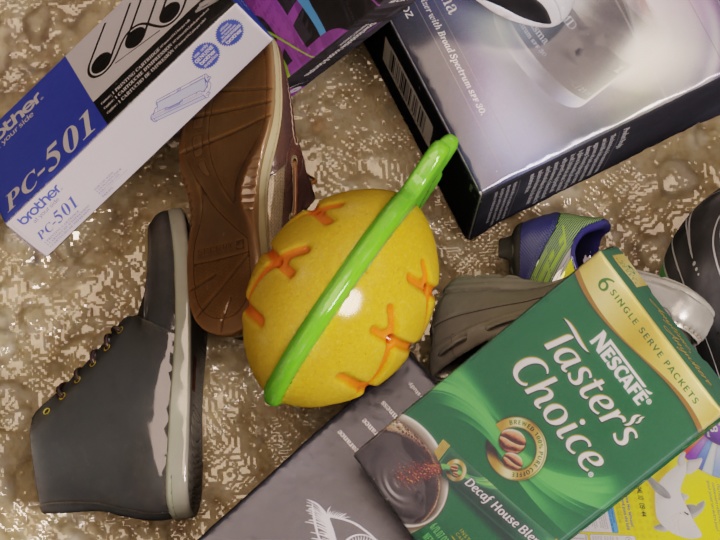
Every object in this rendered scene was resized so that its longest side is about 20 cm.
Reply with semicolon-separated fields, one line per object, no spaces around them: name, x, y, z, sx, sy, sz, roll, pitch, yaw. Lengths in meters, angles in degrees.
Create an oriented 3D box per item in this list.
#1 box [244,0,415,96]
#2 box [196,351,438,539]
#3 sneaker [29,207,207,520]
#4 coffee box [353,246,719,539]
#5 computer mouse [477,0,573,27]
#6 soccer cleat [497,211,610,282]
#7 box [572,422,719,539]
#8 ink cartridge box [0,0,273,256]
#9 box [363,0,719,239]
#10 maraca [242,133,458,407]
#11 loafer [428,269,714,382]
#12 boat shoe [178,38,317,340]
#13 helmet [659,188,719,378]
box;-0.039;-0.203;1.724;0.036;0.200;0.144;-15;80;-34
box;0.004;0.174;1.686;0.200;0.104;0.148;-40;81;-9
sneaker;-0.154;0.057;1.726;0.106;0.075;0.201;-1;73;6
coffee box;0.106;0.092;1.591;0.200;0.044;0.123;-39;79;17
computer mouse;0.058;-0.211;1.638;0.199;0.044;0.110;21;61;-27
soccer cleat;0.138;0.059;1.732;0.083;0.065;0.201;-11;74;13
box;0.212;0.130;1.621;0.199;0.048;0.118;0;109;37
ink cartridge box;-0.154;-0.110;1.730;0.200;0.044;0.094;-44;40;6
box;0.114;-0.161;1.758;0.198;0.123;0.201;-26;79;-8
maraca;0.000;0.000;1.647;0.107;0.137;0.200;36;63;1
loafer;0.125;0.040;1.655;0.070;0.199;0.070;37;61;-37
boat shoe;-0.066;-0.051;1.726;0.072;0.072;0.201;-11;71;30
helmet;0.273;0.032;1.692;0.199;0.200;0.192;-11;94;-4
